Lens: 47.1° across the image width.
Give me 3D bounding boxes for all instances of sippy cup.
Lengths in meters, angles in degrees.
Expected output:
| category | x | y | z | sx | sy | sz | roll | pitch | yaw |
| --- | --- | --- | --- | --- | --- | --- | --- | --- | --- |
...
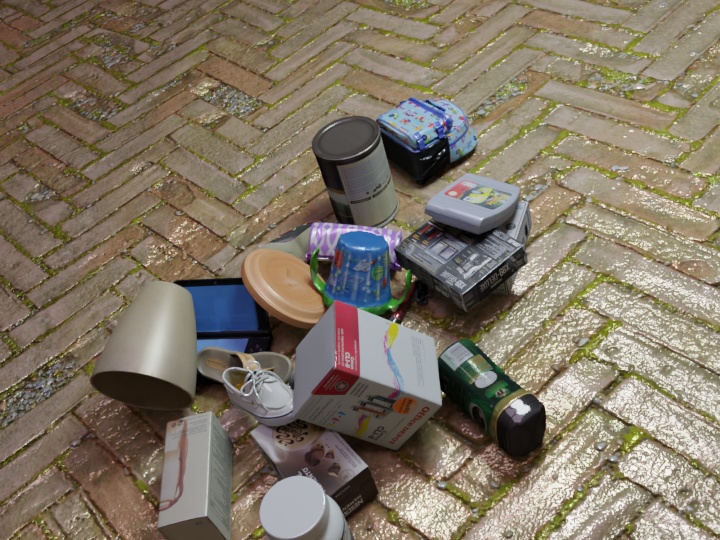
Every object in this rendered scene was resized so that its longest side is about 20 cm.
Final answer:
| category | x | y | z | sx | sy | sz | roll | pitch | yaw |
| --- | --- | --- | --- | --- | --- | --- | --- | --- | --- |
| sippy cup | 0.000 | 0.000 | 1.557 | 0.176 | 0.131 | 0.140 | -1 | 25 | -17 |

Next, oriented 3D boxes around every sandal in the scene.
| category | x | y | z | sx | sy | sz | roll | pitch | yaw |
| --- | --- | --- | --- | --- | --- | --- | --- | --- | --- |
| sandal | -0.219 | 0.178 | 1.504 | 0.198 | 0.054 | 0.081 | 9 | 79 | 18 |

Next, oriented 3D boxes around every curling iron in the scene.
| category | x | y | z | sx | sy | sz | roll | pitch | yaw |
| --- | --- | --- | --- | --- | --- | --- | --- | --- | --- |
| curling iron | 0.077 | 0.090 | 1.548 | 0.049 | 0.026 | 0.200 | 16 | 53 | 35 |

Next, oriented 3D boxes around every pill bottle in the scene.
| category | x | y | z | sx | sy | sz | roll | pitch | yaw |
| --- | --- | --- | --- | --- | --- | --- | --- | --- | --- |
| pill bottle | -0.069 | 0.386 | 1.169 | 0.115 | 0.201 | 0.117 | -10 | 43 | 10 |

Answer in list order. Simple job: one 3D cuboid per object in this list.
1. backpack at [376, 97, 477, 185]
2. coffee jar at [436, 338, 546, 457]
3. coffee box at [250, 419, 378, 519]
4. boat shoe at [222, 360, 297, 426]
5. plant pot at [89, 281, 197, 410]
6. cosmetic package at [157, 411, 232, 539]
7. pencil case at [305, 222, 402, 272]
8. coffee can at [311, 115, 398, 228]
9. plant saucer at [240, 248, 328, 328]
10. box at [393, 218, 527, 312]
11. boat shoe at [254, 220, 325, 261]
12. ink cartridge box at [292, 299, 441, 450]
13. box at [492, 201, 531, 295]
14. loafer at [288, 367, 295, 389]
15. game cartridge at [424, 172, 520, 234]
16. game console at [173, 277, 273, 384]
| category | x | y | z | sx | sy | sz | roll | pitch | yaw |
| --- | --- | --- | --- | --- | --- | --- | --- | --- | --- |
| backpack | 0.157 | -0.312 | 1.854 | 0.199 | 0.135 | 0.183 | -30 | 45 | -16 |
| coffee jar | 0.211 | 0.205 | 1.329 | 0.085 | 0.105 | 0.200 | -30 | 44 | -18 |
| coffee box | -0.076 | 0.311 | 1.336 | 0.113 | 0.080 | 0.200 | -33 | 44 | -16 |
| boat shoe | -0.171 | 0.195 | 1.385 | 0.075 | 0.087 | 0.201 | -40 | 29 | -26 |
| plant pot | -0.375 | 0.128 | 1.512 | 0.186 | 0.188 | 0.202 | -1 | 60 | 17 |
| cosmetic package | -0.267 | 0.346 | 1.351 | 0.087 | 0.104 | 0.201 | -15 | 41 | 6 |
| pencil case | -0.012 | -0.047 | 1.654 | 0.198 | 0.084 | 0.086 | 4 | 47 | 6 |
| coffee can | -0.008 | -0.201 | 1.746 | 0.145 | 0.201 | 0.147 | -10 | 43 | 9 |
| plant saucer | -0.134 | 0.028 | 1.582 | 0.032 | 0.199 | 0.201 | -53 | 35 | 27 |
| box | 0.183 | -0.029 | 1.527 | 0.157 | 0.050 | 0.200 | -38 | 45 | -18 |
| boat shoe | -0.151 | -0.042 | 1.738 | 0.200 | 0.074 | 0.063 | -26 | 12 | 3 |
| ink cartridge box | 0.010 | 0.172 | 1.335 | 0.199 | 0.146 | 0.145 | 21 | 40 | -22 |
| box | 0.255 | -0.049 | 1.603 | 0.116 | 0.060 | 0.201 | 6 | 49 | 25 |
| loafer | -0.035 | 0.164 | 1.489 | 0.200 | 0.075 | 0.070 | -40 | 58 | -15 |
| game cartridge | 0.224 | -0.130 | 1.570 | 0.132 | 0.041 | 0.200 | 23 | 34 | 22 |
| game console | -0.281 | 0.117 | 1.577 | 0.198 | 0.119 | 0.173 | -3 | 45 | 17 |
